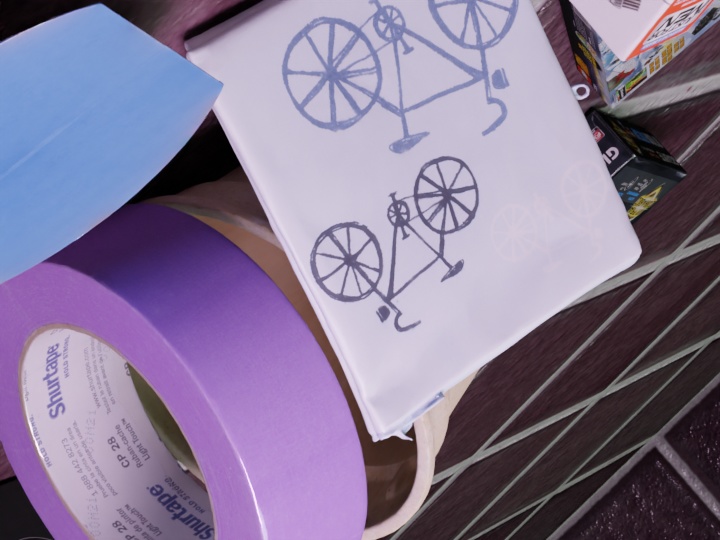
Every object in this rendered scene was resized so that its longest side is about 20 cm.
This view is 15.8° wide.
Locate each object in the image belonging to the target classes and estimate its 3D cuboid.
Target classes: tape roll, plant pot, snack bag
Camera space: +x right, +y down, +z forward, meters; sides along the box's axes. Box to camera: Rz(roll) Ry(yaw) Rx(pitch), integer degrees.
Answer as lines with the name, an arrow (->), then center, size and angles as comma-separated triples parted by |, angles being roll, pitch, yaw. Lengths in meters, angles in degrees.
tape roll -> -0.089, 0.072, 1.192 | 0.066, 0.200, 0.200 | -31, 164, -35
plant pot -> 0.000, 0.000, 1.286 | 0.183, 0.200, 0.200 | -45, 172, -37
snack bag -> 0.031, -0.050, 1.172 | 0.188, 0.200, 0.021 | -34, -167, -33

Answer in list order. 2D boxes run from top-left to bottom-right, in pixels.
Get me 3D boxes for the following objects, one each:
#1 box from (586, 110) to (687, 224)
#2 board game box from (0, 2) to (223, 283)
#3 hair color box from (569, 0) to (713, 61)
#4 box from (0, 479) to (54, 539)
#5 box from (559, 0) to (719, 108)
box -> 0.142, -0.037, 1.824 | 0.159, 0.046, 0.200 | -43, 167, 11
board game box -> -0.145, -0.052, 0.996 | 0.158, 0.039, 0.200 | -37, 163, 8
hair color box -> 0.150, -0.203, 1.160 | 0.064, 0.111, 0.200 | -25, 161, -48
box -> -0.184, 0.210, 1.491 | 0.124, 0.149, 0.200 | -48, 165, 26
box -> 0.181, -0.173, 1.502 | 0.137, 0.040, 0.200 | -39, 167, 0
